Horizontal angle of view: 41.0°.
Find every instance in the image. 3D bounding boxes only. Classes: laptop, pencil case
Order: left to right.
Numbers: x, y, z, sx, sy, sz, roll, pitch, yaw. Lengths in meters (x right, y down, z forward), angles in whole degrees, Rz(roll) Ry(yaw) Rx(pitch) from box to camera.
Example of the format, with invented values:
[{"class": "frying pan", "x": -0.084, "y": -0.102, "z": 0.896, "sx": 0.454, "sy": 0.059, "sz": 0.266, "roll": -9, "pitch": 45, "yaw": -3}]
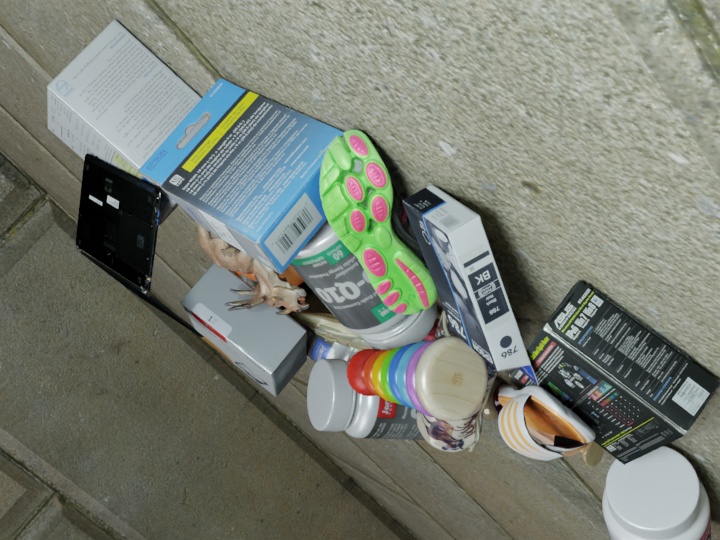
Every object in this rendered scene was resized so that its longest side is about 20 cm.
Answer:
[{"class": "laptop", "x": -0.275, "y": -0.031, "z": 1.228, "sx": 0.103, "sy": 0.200, "sz": 0.177, "roll": -6, "pitch": -157, "yaw": -45}, {"class": "pencil case", "x": 0.118, "y": 0.124, "z": 1.095, "sx": 0.089, "sy": 0.078, "sz": 0.200, "roll": 37, "pitch": 141, "yaw": 26}]

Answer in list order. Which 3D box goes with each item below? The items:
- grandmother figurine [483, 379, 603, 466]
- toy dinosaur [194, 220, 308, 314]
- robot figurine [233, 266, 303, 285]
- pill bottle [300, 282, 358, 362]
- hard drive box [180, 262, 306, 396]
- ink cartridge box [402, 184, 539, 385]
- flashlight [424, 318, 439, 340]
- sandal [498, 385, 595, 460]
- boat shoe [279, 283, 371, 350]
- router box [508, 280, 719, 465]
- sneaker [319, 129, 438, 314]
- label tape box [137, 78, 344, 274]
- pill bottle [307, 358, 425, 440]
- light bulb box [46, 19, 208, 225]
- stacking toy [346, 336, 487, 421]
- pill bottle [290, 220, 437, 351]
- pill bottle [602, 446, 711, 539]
[{"class": "grandmother figurine", "x": 0.209, "y": 0.183, "z": 1.218, "sx": 0.200, "sy": 0.061, "sz": 0.121, "roll": 14, "pitch": 141, "yaw": 54}, {"class": "toy dinosaur", "x": -0.157, "y": -0.024, "z": 1.192, "sx": 0.200, "sy": 0.086, "sz": 0.136, "roll": 44, "pitch": 150, "yaw": 32}, {"class": "robot figurine", "x": -0.129, "y": -0.031, "z": 1.305, "sx": 0.117, "sy": 0.144, "sz": 0.200, "roll": 12, "pitch": 179, "yaw": -29}, {"class": "pill bottle", "x": -0.047, "y": 0.080, "z": 1.429, "sx": 0.200, "sy": 0.114, "sz": 0.114, "roll": 35, "pitch": 164, "yaw": 17}, {"class": "hard drive box", "x": -0.156, "y": 0.085, "z": 1.338, "sx": 0.156, "sy": 0.077, "sz": 0.200, "roll": 37, "pitch": 165, "yaw": 8}, {"class": "ink cartridge box", "x": 0.105, "y": 0.022, "z": 0.911, "sx": 0.200, "sy": 0.039, "sz": 0.099, "roll": 65, "pitch": 169, "yaw": -28}, {"class": "flashlight", "x": 0.066, "y": 0.060, "z": 1.204, "sx": 0.200, "sy": 0.068, "sz": 0.068, "roll": 24, "pitch": 115, "yaw": 38}, {"class": "sandal", "x": 0.175, "y": 0.163, "z": 0.988, "sx": 0.079, "sy": 0.059, "sz": 0.207, "roll": 40, "pitch": 171, "yaw": 0}, {"class": "boat shoe", "x": -0.036, "y": 0.072, "z": 1.330, "sx": 0.200, "sy": 0.072, "sz": 0.065, "roll": 15, "pitch": 128, "yaw": 31}, {"class": "router box", "x": 0.232, "y": 0.103, "z": 0.917, "sx": 0.150, "sy": 0.062, "sz": 0.200, "roll": 37, "pitch": 165, "yaw": 11}, {"class": "sneaker", "x": 0.017, "y": -0.049, "z": 0.962, "sx": 0.084, "sy": 0.077, "sz": 0.200, "roll": -83, "pitch": -28, "yaw": -62}, {"class": "label tape box", "x": -0.114, "y": -0.104, "z": 1.006, "sx": 0.200, "sy": 0.144, "sz": 0.063, "roll": 30, "pitch": 164, "yaw": 36}, {"class": "pill bottle", "x": 0.037, "y": 0.173, "z": 1.317, "sx": 0.200, "sy": 0.114, "sz": 0.114, "roll": 5, "pitch": 179, "yaw": -23}, {"class": "light bulb box", "x": -0.283, "y": -0.179, "z": 1.231, "sx": 0.200, "sy": 0.125, "sz": 0.198, "roll": 42, "pitch": 164, "yaw": -10}, {"class": "stacking toy", "x": 0.045, "y": 0.113, "z": 1.043, "sx": 0.085, "sy": 0.085, "sz": 0.200, "roll": 46, "pitch": 156, "yaw": -21}, {"class": "pill bottle", "x": 0.000, "y": 0.000, "z": 1.086, "sx": 0.113, "sy": 0.113, "sz": 0.200, "roll": 21, "pitch": 157, "yaw": 50}, {"class": "pill bottle", "x": 0.332, "y": 0.277, "z": 1.078, "sx": 0.113, "sy": 0.113, "sz": 0.200, "roll": 30, "pitch": 162, "yaw": 34}]
